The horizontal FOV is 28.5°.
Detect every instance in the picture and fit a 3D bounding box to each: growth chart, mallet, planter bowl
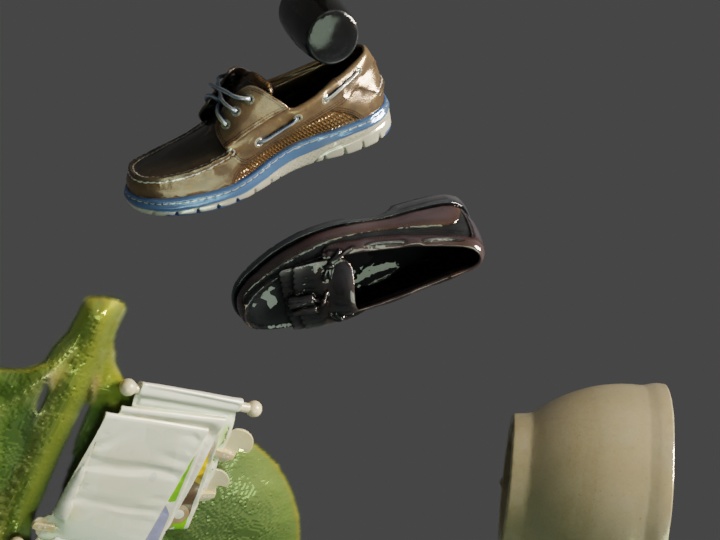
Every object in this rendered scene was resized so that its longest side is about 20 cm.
[{"bbox_3d":[-0.176,0.170,1.150,0.144,0.018,0.201,22,112,-35],"label":"growth chart"},{"bbox_3d":[-0.035,-0.238,0.919,0.041,0.066,0.202,-13,113,-17],"label":"mallet"},{"bbox_3d":[0.190,0.191,1.240,0.133,0.201,0.202,7,124,3],"label":"planter bowl"}]

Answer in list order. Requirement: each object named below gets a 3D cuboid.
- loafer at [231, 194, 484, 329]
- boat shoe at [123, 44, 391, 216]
[{"bbox_3d":[0.000,0.000,1.080,0.198,0.063,0.072,-21,129,-10],"label":"loafer"},{"bbox_3d":[-0.075,-0.103,0.975,0.198,0.072,0.073,-25,126,-20],"label":"boat shoe"}]
